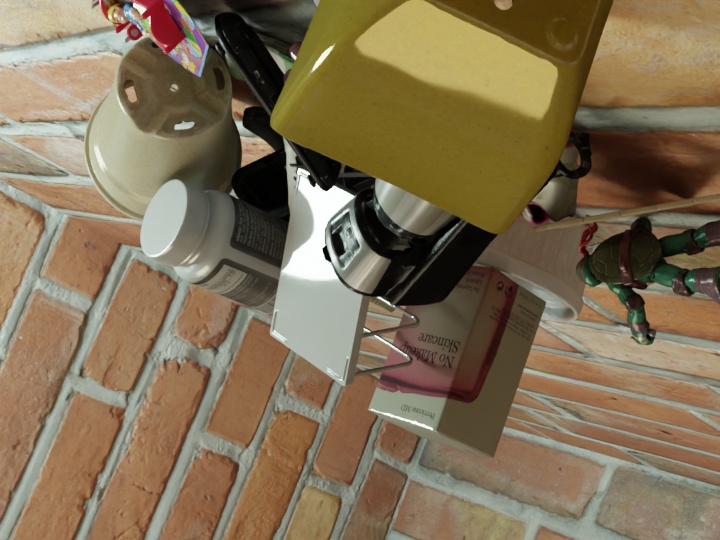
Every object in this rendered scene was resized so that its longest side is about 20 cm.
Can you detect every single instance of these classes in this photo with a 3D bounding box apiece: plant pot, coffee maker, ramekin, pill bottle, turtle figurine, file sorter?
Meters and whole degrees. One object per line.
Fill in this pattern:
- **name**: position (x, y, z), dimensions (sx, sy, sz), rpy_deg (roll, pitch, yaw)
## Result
- **plant pot**: position (-0.227, -0.179, 1.400), dimensions (0.198, 0.203, 0.184), rpy_deg (23, 159, -5)
- **coffee maker**: position (0.086, -0.058, 1.109), dimensions (0.190, 0.136, 0.200), rpy_deg (20, 141, -16)
- **ramekin**: position (0.193, -0.024, 1.463), dimensions (0.198, 0.106, 0.200), rpy_deg (21, 169, 4)
- **pill bottle**: position (-0.154, -0.027, 1.404), dimensions (0.199, 0.115, 0.113), rpy_deg (25, 170, -37)
- **turtle figurine**: position (0.302, 0.001, 1.257), dimensions (0.198, 0.152, 0.100), rpy_deg (-8, 158, 43)
- **plant pot**: position (0.073, -0.171, 0.788), dimensions (0.193, 0.197, 0.200), rpy_deg (23, 163, -6)
- **file sorter**: position (0.000, 0.000, 1.328), dimensions (0.123, 0.203, 0.138), rpy_deg (-8, -153, -43)

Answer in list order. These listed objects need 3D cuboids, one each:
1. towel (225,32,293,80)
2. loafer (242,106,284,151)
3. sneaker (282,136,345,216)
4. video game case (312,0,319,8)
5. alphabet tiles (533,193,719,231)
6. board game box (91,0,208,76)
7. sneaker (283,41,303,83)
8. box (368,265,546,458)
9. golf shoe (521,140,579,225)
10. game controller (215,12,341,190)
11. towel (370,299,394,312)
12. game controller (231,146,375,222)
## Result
- **towel**: position (-0.060, -0.207, 1.308), dimensions (0.197, 0.024, 0.153), rpy_deg (22, 170, 4)
- **loafer**: position (-0.069, -0.142, 1.508), dimensions (0.198, 0.073, 0.073), rpy_deg (28, 169, -21)
- **sneaker**: position (-0.051, -0.103, 1.363), dimensions (0.073, 0.081, 0.202), rpy_deg (4, 133, 19)
- **video game case**: position (0.059, -0.196, 1.107), dimensions (0.178, 0.026, 0.200), rpy_deg (19, 169, 17)
- **alphabet tiles**: position (0.253, -0.054, 1.154), dimensions (0.164, 0.008, 0.200), rpy_deg (-10, 180, 3)
- **board game box**: position (-0.227, -0.257, 1.207), dimensions (0.158, 0.039, 0.200), rpy_deg (45, 168, -5)
- **sneaker**: position (-0.008, -0.169, 1.163), dimensions (0.115, 0.076, 0.200), rpy_deg (27, 167, 33)
- **box**: position (0.115, 0.102, 1.404), dimensions (0.108, 0.203, 0.127), rpy_deg (29, 167, -38)
- **golf shoe**: position (0.152, -0.091, 1.219), dimensions (0.074, 0.093, 0.199), rpy_deg (-14, -171, -27)
- **game controller**: position (-0.086, -0.173, 1.206), dimensions (0.201, 0.042, 0.104), rpy_deg (56, 179, -24)
- **towel**: position (0.021, -0.053, 1.539), dimensions (0.191, 0.201, 0.035), rpy_deg (26, -152, -27)
- **game controller**: position (-0.059, -0.115, 1.444), dimensions (0.198, 0.042, 0.105), rpy_deg (-22, 122, 21)
